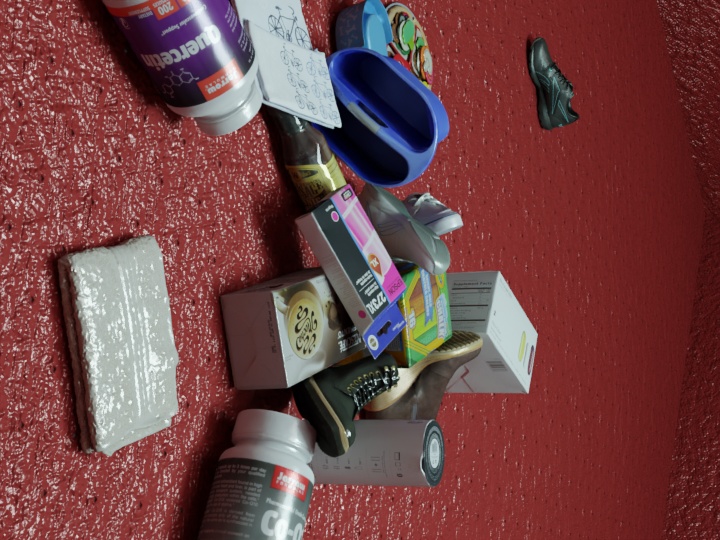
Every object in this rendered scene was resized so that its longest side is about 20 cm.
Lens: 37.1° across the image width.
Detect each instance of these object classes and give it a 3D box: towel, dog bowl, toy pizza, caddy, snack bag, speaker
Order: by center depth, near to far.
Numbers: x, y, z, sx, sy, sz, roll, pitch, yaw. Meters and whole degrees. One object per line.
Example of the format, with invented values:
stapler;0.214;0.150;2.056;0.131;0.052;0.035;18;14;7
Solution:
towel;-0.236;0.073;1.063;0.132;0.034;0.202;-21;106;-61
snack bag;-0.095;-0.280;1.309;0.188;0.021;0.202;8;64;-62
speaker;-0.002;0.224;1.319;0.081;0.198;0.082;-4;90;-67
caddy;0.021;-0.202;1.411;0.200;0.142;0.105;43;23;11
dog bowl;0.010;-0.283;1.526;0.111;0.049;0.202;-33;117;-64
toy pizza;0.075;-0.317;1.675;0.200;0.031;0.203;8;81;-61

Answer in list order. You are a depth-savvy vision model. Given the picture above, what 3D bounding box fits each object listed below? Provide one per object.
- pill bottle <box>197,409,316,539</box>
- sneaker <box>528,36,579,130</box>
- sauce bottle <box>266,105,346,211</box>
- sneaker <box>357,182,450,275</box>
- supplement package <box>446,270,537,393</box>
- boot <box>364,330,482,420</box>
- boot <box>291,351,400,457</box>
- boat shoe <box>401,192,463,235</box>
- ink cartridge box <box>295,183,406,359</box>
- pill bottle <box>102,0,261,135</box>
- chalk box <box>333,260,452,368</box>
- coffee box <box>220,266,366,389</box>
pill bottle;-0.115;0.265;1.193;0.114;0.113;0.202;47;48;-50
sneaker;0.407;-0.397;2.255;0.075;0.079;0.202;-51;131;-50
sauce bottle;-0.063;-0.134;1.372;0.201;0.065;0.066;63;37;-28
sneaker;0.050;-0.041;1.460;0.070;0.200;0.081;25;105;-43
supplement package;0.174;0.101;1.701;0.200;0.154;0.112;51;45;-48
boot;0.096;0.187;1.566;0.198;0.072;0.168;-19;114;-18
boot;-0.001;0.146;1.287;0.200;0.137;0.078;-132;-149;-65
boat shoe;0.084;-0.080;1.552;0.073;0.200;0.066;-18;96;-21
ink cartridge box;0.000;0.000;1.333;0.095;0.037;0.201;-42;108;-50
pill bottle;-0.178;-0.241;1.111;0.201;0.111;0.113;61;38;-39
chalk box;0.051;0.049;1.507;0.200;0.123;0.126;-29;113;-59
coffee box;-0.077;0.065;1.311;0.200;0.079;0.114;-19;102;-61
